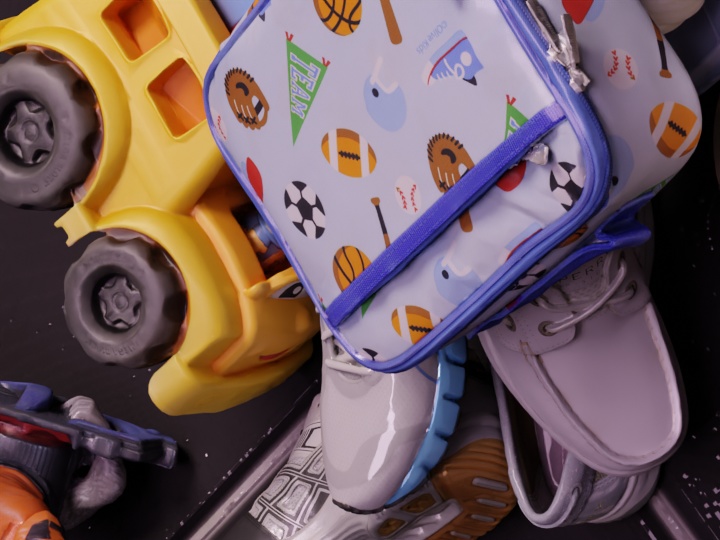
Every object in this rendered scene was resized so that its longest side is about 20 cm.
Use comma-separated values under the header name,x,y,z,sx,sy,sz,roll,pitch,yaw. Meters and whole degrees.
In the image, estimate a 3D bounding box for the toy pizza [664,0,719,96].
name,x,y,z,sx,sy,sz,roll,pitch,yaw
toy pizza,0.117,-0.156,1.041,0.200,0.032,0.202,-14,73,55

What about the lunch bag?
name,x,y,z,sx,sy,sz,roll,pitch,yaw
lunch bag,0.032,-0.057,0.989,0.161,0.075,0.200,60,143,9

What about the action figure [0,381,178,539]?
name,x,y,z,sx,sy,sz,roll,pitch,yaw
action figure,-0.199,0.103,1.270,0.199,0.194,0.105,20,111,4

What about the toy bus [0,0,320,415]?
name,x,y,z,sx,sy,sz,roll,pitch,yaw
toy bus,-0.053,-0.064,1.190,0.192,0.136,0.201,-35,80,26

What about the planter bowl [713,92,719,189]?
name,x,y,z,sx,sy,sz,roll,pitch,yaw
planter bowl,0.214,-0.045,0.989,0.135,0.199,0.202,22,104,60

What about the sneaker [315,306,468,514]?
name,x,y,z,sx,sy,sz,roll,pitch,yaw
sneaker,0.000,0.000,1.119,0.075,0.086,0.202,6,86,51

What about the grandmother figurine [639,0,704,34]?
name,x,y,z,sx,sy,sz,roll,pitch,yaw
grandmother figurine,0.070,-0.163,1.011,0.060,0.121,0.201,-30,59,-2

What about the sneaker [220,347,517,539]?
name,x,y,z,sx,sy,sz,roll,pitch,yaw
sneaker,-0.008,0.101,1.215,0.200,0.075,0.088,-33,51,32

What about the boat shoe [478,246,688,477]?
name,x,y,z,sx,sy,sz,roll,pitch,yaw
boat shoe,0.076,-0.004,1.071,0.071,0.069,0.201,-31,99,-10

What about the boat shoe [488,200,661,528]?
name,x,y,z,sx,sy,sz,roll,pitch,yaw
boat shoe,0.081,0.008,1.143,0.074,0.065,0.204,-8,86,35
